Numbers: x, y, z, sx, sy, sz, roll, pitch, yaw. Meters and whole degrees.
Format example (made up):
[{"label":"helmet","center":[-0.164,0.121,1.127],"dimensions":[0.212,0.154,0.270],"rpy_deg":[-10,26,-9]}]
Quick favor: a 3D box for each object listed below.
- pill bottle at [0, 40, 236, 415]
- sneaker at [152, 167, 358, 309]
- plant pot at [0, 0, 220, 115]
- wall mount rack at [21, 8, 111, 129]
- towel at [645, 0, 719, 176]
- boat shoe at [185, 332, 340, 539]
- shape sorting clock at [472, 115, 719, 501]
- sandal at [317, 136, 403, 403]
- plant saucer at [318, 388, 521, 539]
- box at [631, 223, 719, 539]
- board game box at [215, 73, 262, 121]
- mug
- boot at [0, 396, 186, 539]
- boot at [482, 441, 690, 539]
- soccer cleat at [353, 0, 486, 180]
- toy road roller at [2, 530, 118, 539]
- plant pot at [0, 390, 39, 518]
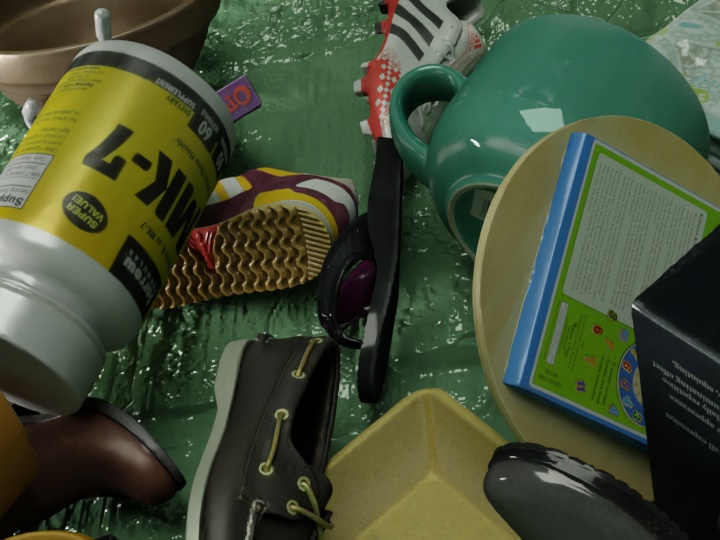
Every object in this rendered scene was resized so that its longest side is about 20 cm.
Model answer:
[{"label":"pill bottle","center":[-0.161,-0.025,0.782],"dimensions":[0.113,0.115,0.201],"rpy_deg":[9,58,25]},{"label":"sneaker","center":[-0.096,-0.025,0.899],"dimensions":[0.198,0.076,0.090],"rpy_deg":[-1,24,22]},{"label":"plant pot","center":[-0.198,-0.166,1.029],"dimensions":[0.199,0.093,0.201],"rpy_deg":[-9,30,5]},{"label":"wall mount rack","center":[-0.225,-0.085,0.874],"dimensions":[0.200,0.075,0.173],"rpy_deg":[-37,8,-34]},{"label":"towel","center":[0.284,-0.125,0.887],"dimensions":[0.171,0.048,0.200],"rpy_deg":[-36,47,-18]},{"label":"boat shoe","center":[-0.044,0.108,0.672],"dimensions":[0.060,0.072,0.202],"rpy_deg":[-11,41,12]},{"label":"shape sorting clock","center":[0.139,0.020,0.702],"dimensions":[0.200,0.201,0.039],"rpy_deg":[-44,13,-25]},{"label":"sandal","center":[0.000,0.000,0.826],"dimensions":[0.047,0.076,0.202],"rpy_deg":[2,46,3]},{"label":"plant saucer","center":[0.029,0.178,0.666],"dimensions":[0.199,0.049,0.200],"rpy_deg":[-37,47,-20]},{"label":"box","center":[0.215,0.085,0.590],"dimensions":[0.107,0.201,0.148],"rpy_deg":[-37,47,-19]},{"label":"board game box","center":[-0.168,-0.069,0.939],"dimensions":[0.199,0.032,0.120],"rpy_deg":[-33,4,-15]},{"label":"mug","center":[0.105,-0.056,0.808],"dimensions":[0.184,0.152,0.115],"rpy_deg":[-7,39,50]},{"label":"boot","center":[-0.213,0.158,0.747],"dimensions":[0.187,0.069,0.201],"rpy_deg":[14,53,28]},{"label":"boot","center":[0.104,0.178,0.561],"dimensions":[0.200,0.070,0.132],"rpy_deg":[42,68,4]},{"label":"soccer cleat","center":[0.048,-0.141,0.963],"dimensions":[0.084,0.069,0.201],"rpy_deg":[-7,40,16]},{"label":"toy road roller","center":[-0.137,0.225,0.643],"dimensions":[0.122,0.146,0.202],"rpy_deg":[-20,81,-4]},{"label":"plant pot","center":[-0.272,0.111,0.676],"dimensions":[0.183,0.201,0.199],"rpy_deg":[-38,48,-25]}]
